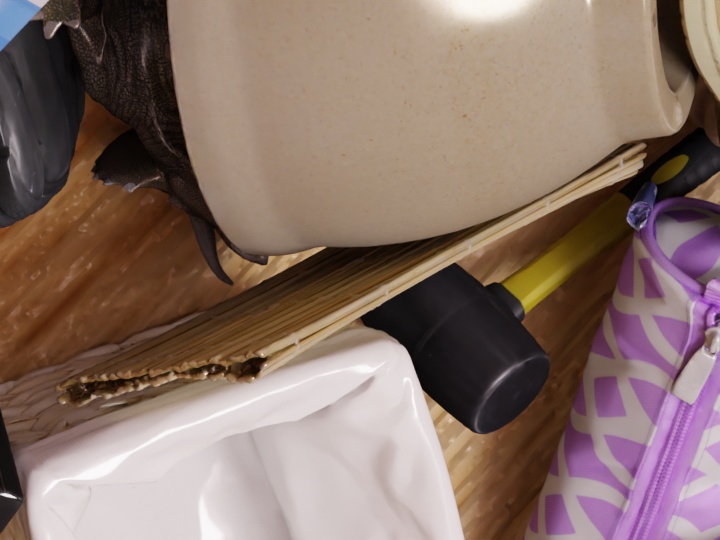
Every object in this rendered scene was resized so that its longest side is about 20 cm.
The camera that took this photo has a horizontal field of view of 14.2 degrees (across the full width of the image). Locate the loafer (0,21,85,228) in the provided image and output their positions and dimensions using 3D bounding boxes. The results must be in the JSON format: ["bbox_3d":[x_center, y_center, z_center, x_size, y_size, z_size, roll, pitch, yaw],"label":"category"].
[{"bbox_3d":[-0.131,-0.112,0.909,0.068,0.070,0.201,-3,113,21],"label":"loafer"}]

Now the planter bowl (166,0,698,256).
[{"bbox_3d":[0.034,-0.102,0.884,0.134,0.200,0.201,2,103,16],"label":"planter bowl"}]

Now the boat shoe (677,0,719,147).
[{"bbox_3d":[0.140,-0.076,0.885,0.200,0.066,0.074,65,32,-52],"label":"boat shoe"}]

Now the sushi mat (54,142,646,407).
[{"bbox_3d":[0.000,0.000,0.931,0.200,0.096,0.012,-28,105,-43],"label":"sushi mat"}]

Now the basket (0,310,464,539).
[{"bbox_3d":[-0.043,0.120,0.962,0.135,0.123,0.200,-19,107,-19],"label":"basket"}]

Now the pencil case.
[{"bbox_3d":[0.107,0.072,1.009,0.084,0.086,0.200,16,117,0],"label":"pencil case"}]

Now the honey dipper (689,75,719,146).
[{"bbox_3d":[0.165,-0.023,0.986,0.038,0.200,0.038,-22,140,-20],"label":"honey dipper"}]

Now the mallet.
[{"bbox_3d":[0.084,-0.024,1.038,0.200,0.066,0.041,-43,156,-25],"label":"mallet"}]

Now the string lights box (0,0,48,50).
[{"bbox_3d":[-0.172,-0.076,0.846,0.103,0.059,0.200,33,120,-25],"label":"string lights box"}]

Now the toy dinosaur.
[{"bbox_3d":[-0.063,-0.101,0.923,0.077,0.102,0.201,0,82,1],"label":"toy dinosaur"}]

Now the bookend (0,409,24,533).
[{"bbox_3d":[-0.241,0.079,0.856,0.200,0.092,0.199,31,104,-26],"label":"bookend"}]
